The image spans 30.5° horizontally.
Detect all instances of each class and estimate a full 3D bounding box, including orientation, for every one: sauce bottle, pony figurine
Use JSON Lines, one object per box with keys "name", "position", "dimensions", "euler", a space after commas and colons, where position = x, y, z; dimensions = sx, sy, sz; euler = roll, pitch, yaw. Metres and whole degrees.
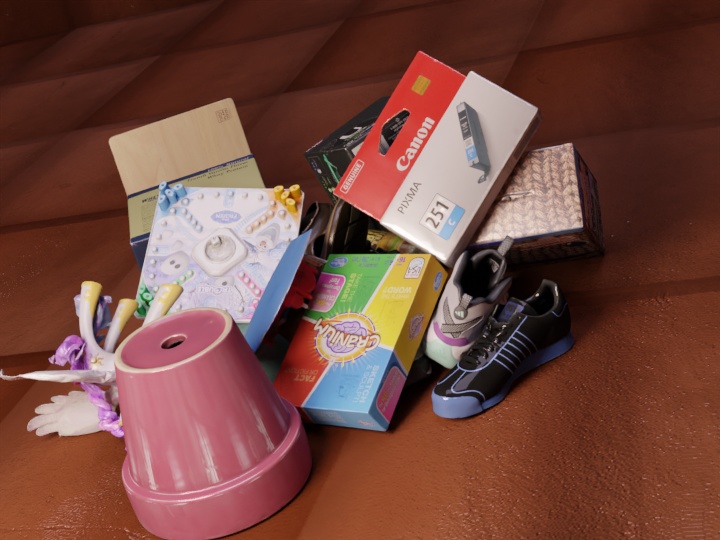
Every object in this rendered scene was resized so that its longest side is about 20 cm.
{"name": "sauce bottle", "position": [0.016, -0.024, 1.750], "dimensions": [0.065, 0.065, 0.199], "euler": [-34, 28, -34]}
{"name": "pony figurine", "position": [-0.297, 0.115, 1.521], "dimensions": [0.191, 0.167, 0.202], "euler": [2, 63, 7]}

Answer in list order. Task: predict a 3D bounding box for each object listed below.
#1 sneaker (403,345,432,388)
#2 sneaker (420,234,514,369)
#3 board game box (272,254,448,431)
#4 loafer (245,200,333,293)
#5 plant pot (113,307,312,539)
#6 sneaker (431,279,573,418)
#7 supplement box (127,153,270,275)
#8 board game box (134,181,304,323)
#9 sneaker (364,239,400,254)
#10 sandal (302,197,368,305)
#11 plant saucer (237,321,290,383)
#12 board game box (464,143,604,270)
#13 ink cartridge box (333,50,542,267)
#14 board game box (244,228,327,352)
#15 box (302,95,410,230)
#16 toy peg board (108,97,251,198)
{"name": "sneaker", "position": [0.020, 0.074, 1.520], "dimensions": [0.073, 0.081, 0.200], "euler": [-20, 26, -16]}
{"name": "sneaker", "position": [0.142, 0.010, 1.487], "dimensions": [0.077, 0.141, 0.200], "euler": [26, 34, 4]}
{"name": "board game box", "position": [-0.004, 0.075, 1.461], "dimensions": [0.152, 0.040, 0.201], "euler": [0, 56, 39]}
{"name": "loafer", "position": [-0.096, -0.023, 1.728], "dimensions": [0.073, 0.071, 0.201], "euler": [-45, 13, 54]}
{"name": "plant pot", "position": [-0.165, 0.147, 1.355], "dimensions": [0.198, 0.181, 0.200], "euler": [-14, 25, 6]}
{"name": "sneaker", "position": [0.148, 0.081, 1.419], "dimensions": [0.199, 0.079, 0.070], "euler": [-31, 29, -30]}
{"name": "supplement box", "position": [-0.213, -0.046, 1.854], "dimensions": [0.198, 0.135, 0.200], "euler": [-18, 24, -4]}
{"name": "board game box", "position": [-0.181, -0.028, 1.694], "dimensions": [0.198, 0.026, 0.202], "euler": [2, 58, 9]}
{"name": "sneaker", "position": [0.000, 0.000, 1.671], "dimensions": [0.077, 0.084, 0.199], "euler": [-35, 21, -35]}
{"name": "sandal", "position": [-0.043, 0.001, 1.591], "dimensions": [0.054, 0.202, 0.082], "euler": [18, 7, 27]}
{"name": "plant saucer", "position": [-0.182, 0.112, 1.617], "dimensions": [0.198, 0.036, 0.200], "euler": [-14, 24, 6]}
{"name": "board game box", "position": [0.197, -0.069, 1.573], "dimensions": [0.158, 0.098, 0.200], "euler": [-9, -11, 17]}
{"name": "ink cartridge box", "position": [0.081, -0.133, 1.492], "dimensions": [0.175, 0.201, 0.045], "euler": [32, 1, 20]}
{"name": "board game box", "position": [-0.086, 0.038, 1.524], "dimensions": [0.159, 0.039, 0.200], "euler": [-66, 10, -10]}
{"name": "box", "position": [0.037, -0.141, 1.683], "dimensions": [0.148, 0.125, 0.200], "euler": [-35, 12, -13]}
{"name": "toy peg board", "position": [-0.263, -0.140, 2.039], "dimensions": [0.197, 0.202, 0.098], "euler": [-19, 9, -8]}
